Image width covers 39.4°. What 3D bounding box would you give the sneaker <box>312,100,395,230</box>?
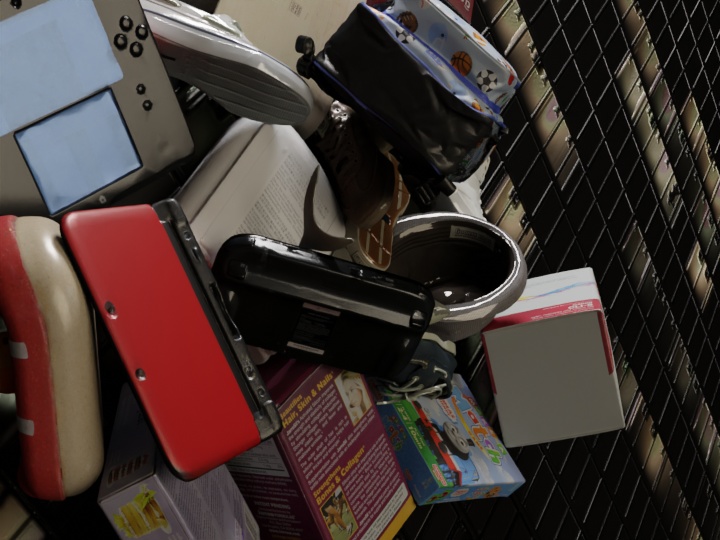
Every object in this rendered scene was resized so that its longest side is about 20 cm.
[{"bbox_3d":[-0.020,-0.124,1.022,0.075,0.070,0.202,25,35,-31],"label":"sneaker"}]

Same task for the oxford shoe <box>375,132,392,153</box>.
[{"bbox_3d":[0.043,-0.204,1.152,0.070,0.074,0.201,32,37,-4],"label":"oxford shoe"}]

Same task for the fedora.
[{"bbox_3d":[0.088,0.019,1.127,0.197,0.177,0.091,-20,138,-27],"label":"fedora"}]

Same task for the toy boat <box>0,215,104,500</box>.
[{"bbox_3d":[-0.253,0.063,0.715,0.128,0.130,0.204,-5,104,-14],"label":"toy boat"}]

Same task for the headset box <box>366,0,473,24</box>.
[{"bbox_3d":[0.054,-0.339,1.108,0.075,0.147,0.204,30,62,-44],"label":"headset box"}]

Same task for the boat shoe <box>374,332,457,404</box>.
[{"bbox_3d":[0.050,0.100,1.006,0.200,0.073,0.063,25,56,-70],"label":"boat shoe"}]

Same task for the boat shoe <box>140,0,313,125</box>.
[{"bbox_3d":[-0.127,-0.197,0.887,0.197,0.073,0.068,22,56,-23],"label":"boat shoe"}]

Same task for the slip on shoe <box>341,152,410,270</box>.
[{"bbox_3d":[0.006,-0.058,1.085,0.076,0.060,0.202,40,36,-25],"label":"slip on shoe"}]

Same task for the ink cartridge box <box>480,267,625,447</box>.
[{"bbox_3d":[0.232,0.099,1.222,0.200,0.142,0.148,-57,133,-73],"label":"ink cartridge box"}]

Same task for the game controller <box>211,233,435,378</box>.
[{"bbox_3d":[-0.037,0.035,0.868,0.197,0.105,0.043,16,39,-14],"label":"game controller"}]

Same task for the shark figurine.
[{"bbox_3d":[-0.020,-0.004,0.940,0.214,0.126,0.091,41,36,-45],"label":"shark figurine"}]

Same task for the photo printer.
[{"bbox_3d":[-0.096,-0.041,0.946,0.167,0.069,0.201,56,46,-32],"label":"photo printer"}]

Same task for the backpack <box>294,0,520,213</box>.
[{"bbox_3d":[0.060,-0.168,0.952,0.200,0.154,0.190,48,5,8],"label":"backpack"}]

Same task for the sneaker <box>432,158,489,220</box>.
[{"bbox_3d":[0.138,-0.084,1.238,0.116,0.073,0.202,-52,123,-37],"label":"sneaker"}]

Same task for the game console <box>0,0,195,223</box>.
[{"bbox_3d":[-0.236,-0.128,0.783,0.199,0.031,0.179,-34,112,-32],"label":"game console"}]

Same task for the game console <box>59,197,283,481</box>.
[{"bbox_3d":[-0.156,0.060,0.767,0.117,0.172,0.203,-22,83,-33],"label":"game console"}]

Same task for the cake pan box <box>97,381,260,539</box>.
[{"bbox_3d":[-0.134,0.191,0.794,0.200,0.052,0.187,-112,179,-69],"label":"cake pan box"}]

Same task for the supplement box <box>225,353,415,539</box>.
[{"bbox_3d":[-0.046,0.182,0.952,0.131,0.102,0.203,-40,117,-45],"label":"supplement box"}]

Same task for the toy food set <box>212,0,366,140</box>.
[{"bbox_3d":[-0.080,-0.249,1.003,0.142,0.060,0.203,30,60,-25],"label":"toy food set"}]

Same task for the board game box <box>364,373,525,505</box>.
[{"bbox_3d":[0.088,0.178,1.097,0.199,0.037,0.152,15,38,-55],"label":"board game box"}]
